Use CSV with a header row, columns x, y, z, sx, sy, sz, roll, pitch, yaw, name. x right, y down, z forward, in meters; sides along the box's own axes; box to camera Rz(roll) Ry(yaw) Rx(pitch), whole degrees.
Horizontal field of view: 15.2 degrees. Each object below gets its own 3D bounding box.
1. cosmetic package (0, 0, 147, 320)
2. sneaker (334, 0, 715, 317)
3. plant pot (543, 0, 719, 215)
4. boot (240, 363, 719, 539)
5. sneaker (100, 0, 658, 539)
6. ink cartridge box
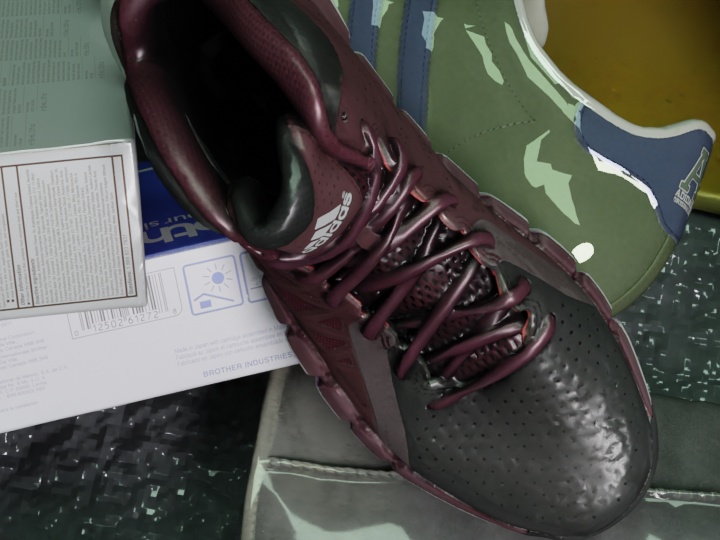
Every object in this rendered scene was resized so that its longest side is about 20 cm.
x,y,z,sx,sy,sz,roll,pitch,yaw,name
-0.105,-0.039,0.767,0.082,0.051,0.200,-4,20,-4,cosmetic package
0.015,-0.063,0.777,0.200,0.067,0.090,42,88,17,sneaker
0.075,-0.168,0.836,0.195,0.195,0.200,14,54,8,plant pot
0.064,0.094,0.742,0.199,0.073,0.182,8,46,-3,boot
0.000,0.000,0.667,0.076,0.116,0.200,-41,96,9,sneaker
-0.114,0.013,0.775,0.199,0.044,0.094,-13,20,-8,ink cartridge box
